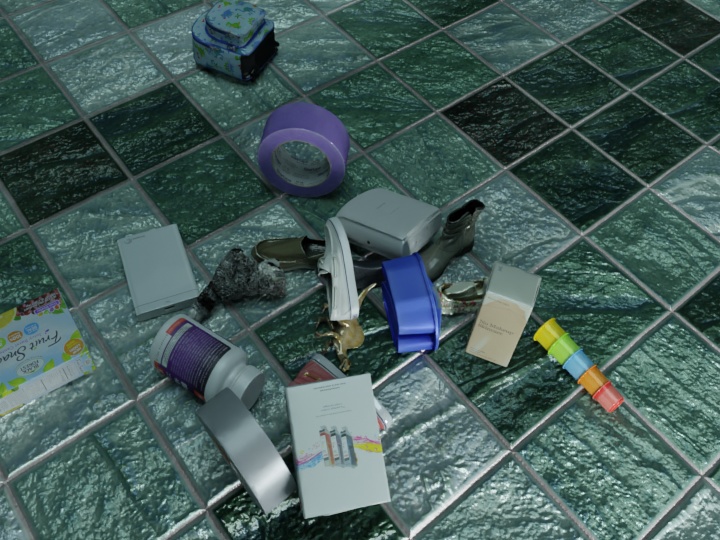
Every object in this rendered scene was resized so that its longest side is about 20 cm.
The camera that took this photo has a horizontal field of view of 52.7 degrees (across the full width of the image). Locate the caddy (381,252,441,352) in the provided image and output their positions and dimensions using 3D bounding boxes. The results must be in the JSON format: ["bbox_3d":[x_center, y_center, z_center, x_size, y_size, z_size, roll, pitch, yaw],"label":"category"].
[{"bbox_3d":[0.105,0.063,1.411,0.102,0.143,0.203,-10,54,-5],"label":"caddy"}]

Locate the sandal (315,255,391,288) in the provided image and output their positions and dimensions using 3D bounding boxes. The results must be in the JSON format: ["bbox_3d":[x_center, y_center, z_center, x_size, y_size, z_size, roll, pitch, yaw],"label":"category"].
[{"bbox_3d":[0.000,0.000,1.499,0.195,0.077,0.043,2,44,-16],"label":"sandal"}]

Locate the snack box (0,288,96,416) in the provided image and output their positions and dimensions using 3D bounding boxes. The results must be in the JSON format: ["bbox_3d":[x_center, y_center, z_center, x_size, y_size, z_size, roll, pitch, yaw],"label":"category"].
[{"bbox_3d":[-0.616,0.151,1.339,0.197,0.068,0.169,-27,59,-21],"label":"snack box"}]

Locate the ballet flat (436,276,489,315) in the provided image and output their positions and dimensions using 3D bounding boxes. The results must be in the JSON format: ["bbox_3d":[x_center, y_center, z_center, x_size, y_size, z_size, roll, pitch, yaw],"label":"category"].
[{"bbox_3d":[0.238,0.046,1.481,0.195,0.065,0.077,-12,53,-13],"label":"ballet flat"}]

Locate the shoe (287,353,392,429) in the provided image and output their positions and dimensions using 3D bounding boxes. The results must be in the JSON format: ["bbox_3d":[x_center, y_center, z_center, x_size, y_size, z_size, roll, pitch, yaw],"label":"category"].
[{"bbox_3d":[-0.041,0.242,1.313,0.198,0.072,0.091,35,62,24],"label":"shoe"}]

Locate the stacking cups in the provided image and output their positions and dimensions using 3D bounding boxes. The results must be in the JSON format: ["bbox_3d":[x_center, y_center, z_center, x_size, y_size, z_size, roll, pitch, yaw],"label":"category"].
[{"bbox_3d":[0.419,0.182,1.391,0.060,0.061,0.201,-27,59,-23],"label":"stacking cups"}]

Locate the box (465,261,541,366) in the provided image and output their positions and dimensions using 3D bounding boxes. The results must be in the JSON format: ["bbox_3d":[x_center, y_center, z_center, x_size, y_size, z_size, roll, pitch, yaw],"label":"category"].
[{"bbox_3d":[0.265,0.084,1.366,0.093,0.202,0.079,19,53,11],"label":"box"}]

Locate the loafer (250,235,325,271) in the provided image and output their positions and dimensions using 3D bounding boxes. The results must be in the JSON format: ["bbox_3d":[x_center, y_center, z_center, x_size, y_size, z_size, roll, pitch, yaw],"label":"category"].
[{"bbox_3d":[-0.132,-0.046,1.520,0.194,0.070,0.077,0,52,-4],"label":"loafer"}]

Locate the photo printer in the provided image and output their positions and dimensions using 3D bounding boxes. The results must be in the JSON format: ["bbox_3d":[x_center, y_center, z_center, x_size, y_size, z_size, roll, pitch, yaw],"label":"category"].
[{"bbox_3d":[0.052,-0.105,1.548,0.197,0.071,0.166,23,41,30],"label":"photo printer"}]

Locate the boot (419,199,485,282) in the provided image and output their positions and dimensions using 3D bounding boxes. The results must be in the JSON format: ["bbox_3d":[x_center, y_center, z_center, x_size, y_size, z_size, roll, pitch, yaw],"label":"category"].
[{"bbox_3d":[0.176,-0.067,1.518,0.199,0.132,0.067,-36,62,-27],"label":"boot"}]

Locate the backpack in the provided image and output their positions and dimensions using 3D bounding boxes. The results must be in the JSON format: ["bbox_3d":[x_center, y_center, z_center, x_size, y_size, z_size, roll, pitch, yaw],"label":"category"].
[{"bbox_3d":[-0.336,-0.610,1.886,0.196,0.149,0.185,17,51,13],"label":"backpack"}]

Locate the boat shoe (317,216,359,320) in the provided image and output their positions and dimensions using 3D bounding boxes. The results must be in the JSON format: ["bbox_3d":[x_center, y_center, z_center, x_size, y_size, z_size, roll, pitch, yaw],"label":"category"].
[{"bbox_3d":[-0.053,-0.003,1.406,0.064,0.072,0.205,-8,82,-16],"label":"boat shoe"}]

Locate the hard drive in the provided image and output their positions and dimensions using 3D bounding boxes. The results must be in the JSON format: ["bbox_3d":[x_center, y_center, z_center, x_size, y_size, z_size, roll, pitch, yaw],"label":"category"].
[{"bbox_3d":[-0.416,0.000,1.493,0.129,0.027,0.202,-16,55,-16],"label":"hard drive"}]

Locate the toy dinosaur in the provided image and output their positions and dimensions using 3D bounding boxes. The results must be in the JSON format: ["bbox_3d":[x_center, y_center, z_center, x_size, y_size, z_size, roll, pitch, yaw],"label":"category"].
[{"bbox_3d":[-0.035,0.107,1.433,0.099,0.058,0.204,21,59,-7],"label":"toy dinosaur"}]

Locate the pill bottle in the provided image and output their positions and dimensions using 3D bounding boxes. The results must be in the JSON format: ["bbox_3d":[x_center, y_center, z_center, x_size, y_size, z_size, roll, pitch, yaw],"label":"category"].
[{"bbox_3d":[-0.274,0.173,1.318,0.197,0.113,0.112,28,55,17],"label":"pill bottle"}]

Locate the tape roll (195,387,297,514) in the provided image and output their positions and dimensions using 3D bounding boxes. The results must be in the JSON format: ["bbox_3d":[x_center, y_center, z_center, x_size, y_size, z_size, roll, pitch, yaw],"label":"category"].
[{"bbox_3d":[-0.186,0.291,1.176,0.066,0.202,0.200,-35,62,-20],"label":"tape roll"}]

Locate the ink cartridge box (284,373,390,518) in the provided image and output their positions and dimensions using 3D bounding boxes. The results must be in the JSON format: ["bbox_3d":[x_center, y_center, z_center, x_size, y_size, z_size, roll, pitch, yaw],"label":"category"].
[{"bbox_3d":[-0.043,0.283,1.187,0.141,0.145,0.205,-7,81,-8],"label":"ink cartridge box"}]

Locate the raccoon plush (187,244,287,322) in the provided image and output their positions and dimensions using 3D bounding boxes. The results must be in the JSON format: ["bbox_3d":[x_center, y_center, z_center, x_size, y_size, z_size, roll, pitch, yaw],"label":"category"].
[{"bbox_3d":[-0.235,0.051,1.455,0.133,0.097,0.202,33,86,5],"label":"raccoon plush"}]

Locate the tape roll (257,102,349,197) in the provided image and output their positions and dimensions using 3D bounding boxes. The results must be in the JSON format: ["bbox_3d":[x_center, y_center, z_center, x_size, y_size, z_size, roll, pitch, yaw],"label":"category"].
[{"bbox_3d":[-0.124,-0.263,1.603,0.195,0.202,0.086,7,52,2],"label":"tape roll"}]
